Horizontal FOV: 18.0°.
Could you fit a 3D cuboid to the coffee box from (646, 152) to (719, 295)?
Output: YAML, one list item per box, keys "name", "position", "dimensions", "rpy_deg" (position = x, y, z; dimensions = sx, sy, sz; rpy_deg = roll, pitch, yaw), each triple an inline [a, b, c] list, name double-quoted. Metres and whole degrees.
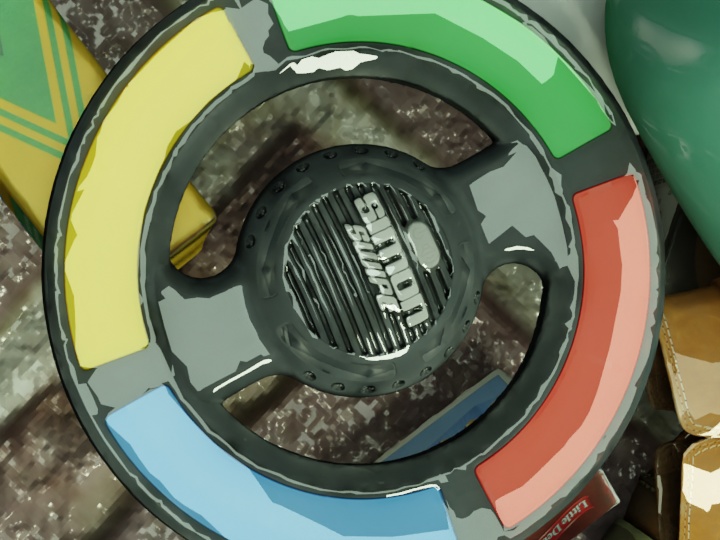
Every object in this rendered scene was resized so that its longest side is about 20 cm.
- name: "coffee box"
  position: [0.171, -0.044, 0.834]
  dimensions: [0.113, 0.080, 0.201]
  rpy_deg: [20, 85, -6]

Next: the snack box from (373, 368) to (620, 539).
- name: "snack box"
  position: [-0.007, 0.117, 0.812]
  dimensions: [0.200, 0.072, 0.024]
  rpy_deg: [-37, 130, -7]

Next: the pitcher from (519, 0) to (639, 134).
- name: "pitcher"
  position: [0.042, -0.147, 0.794]
  dimensions: [0.199, 0.121, 0.172]
  rpy_deg: [24, 114, -5]

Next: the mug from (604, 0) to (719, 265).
- name: "mug"
  position: [0.147, -0.087, 0.707]
  dimensions: [0.152, 0.185, 0.115]
  rpy_deg: [-35, 127, 3]

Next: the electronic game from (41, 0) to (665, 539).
- name: "electronic game"
  position: [0.000, 0.000, 0.713]
  dimensions: [0.199, 0.042, 0.201]
  rpy_deg: [0, 88, -11]

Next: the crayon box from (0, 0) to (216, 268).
- name: "crayon box"
  position: [-0.112, -0.051, 0.784]
  dimensions: [0.052, 0.126, 0.200]
  rpy_deg: [-37, 91, -7]

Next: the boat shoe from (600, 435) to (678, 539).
- name: "boat shoe"
  position: [0.184, 0.134, 0.828]
  dimensions: [0.200, 0.072, 0.068]
  rpy_deg: [36, 85, -3]

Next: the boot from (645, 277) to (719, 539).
- name: "boot"
  position: [0.169, 0.005, 0.763]
  dimensions: [0.155, 0.077, 0.201]
  rpy_deg: [-3, 96, -4]
